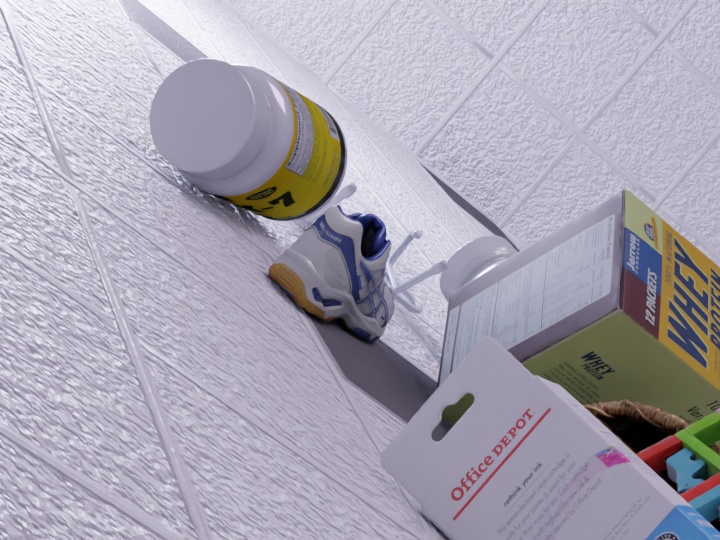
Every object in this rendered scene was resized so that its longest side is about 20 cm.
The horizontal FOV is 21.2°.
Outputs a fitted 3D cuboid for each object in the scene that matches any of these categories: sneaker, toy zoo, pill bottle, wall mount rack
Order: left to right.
[{"bbox_3d":[-0.095,-0.112,1.638,0.114,0.114,0.200,44,8,20],"label":"pill bottle"},{"bbox_3d":[0.000,0.000,1.574,0.075,0.088,0.200,41,6,17],"label":"sneaker"},{"bbox_3d":[0.007,-0.037,1.876,0.200,0.075,0.174,39,8,-13],"label":"wall mount rack"},{"bbox_3d":[0.156,0.059,1.801,0.112,0.112,0.200,33,15,-47],"label":"pill bottle"},{"bbox_3d":[0.208,0.170,1.289,0.131,0.199,0.021,40,-30,51],"label":"toy zoo"}]

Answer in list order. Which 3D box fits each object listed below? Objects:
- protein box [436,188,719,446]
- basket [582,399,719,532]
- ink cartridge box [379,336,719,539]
[{"bbox_3d":[0.204,0.076,1.576,0.198,0.200,0.135,37,41,-26],"label":"protein box"},{"bbox_3d":[0.199,0.170,1.368,0.149,0.143,0.200,37,8,-35],"label":"basket"},{"bbox_3d":[0.122,0.148,1.208,0.200,0.115,0.068,44,8,20],"label":"ink cartridge box"}]
